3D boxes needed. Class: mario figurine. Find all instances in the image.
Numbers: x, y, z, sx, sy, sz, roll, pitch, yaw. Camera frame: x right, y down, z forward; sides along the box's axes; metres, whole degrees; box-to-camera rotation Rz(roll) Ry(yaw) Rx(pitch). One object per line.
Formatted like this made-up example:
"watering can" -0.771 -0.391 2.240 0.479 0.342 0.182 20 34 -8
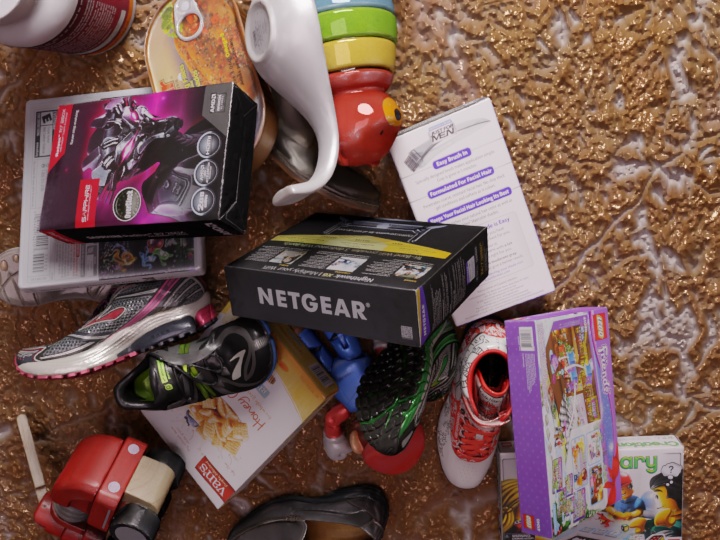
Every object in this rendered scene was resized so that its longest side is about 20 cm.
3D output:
"mario figurine" -0.001 0.128 0.806 0.123 0.106 0.202 -35 87 47

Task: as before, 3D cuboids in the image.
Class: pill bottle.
"pill bottle" -0.288 -0.256 0.663 0.111 0.200 0.115 1 103 4

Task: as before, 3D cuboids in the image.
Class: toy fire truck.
"toy fire truck" -0.306 0.231 0.808 0.198 0.130 0.177 26 129 -7

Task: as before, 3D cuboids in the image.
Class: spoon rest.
"spoon rest" -0.057 -0.158 0.640 0.060 0.099 0.204 -4 83 -34

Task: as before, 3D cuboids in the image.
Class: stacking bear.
"stacking bear" -0.011 -0.197 0.683 0.112 0.121 0.204 -8 90 27

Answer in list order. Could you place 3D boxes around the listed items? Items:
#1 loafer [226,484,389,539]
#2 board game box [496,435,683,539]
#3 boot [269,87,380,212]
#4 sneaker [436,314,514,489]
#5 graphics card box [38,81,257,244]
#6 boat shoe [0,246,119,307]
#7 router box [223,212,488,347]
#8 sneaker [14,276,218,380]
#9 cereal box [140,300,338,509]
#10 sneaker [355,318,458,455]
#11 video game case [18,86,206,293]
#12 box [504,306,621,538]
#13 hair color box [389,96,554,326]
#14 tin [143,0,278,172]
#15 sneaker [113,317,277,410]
"loafer" -0.065 0.298 0.837 0.197 0.072 0.074 -20 102 9
"board game box" 0.253 0.251 0.821 0.196 0.035 0.129 -4 101 5
"boot" -0.049 -0.142 0.734 0.198 0.075 0.098 32 104 2
"sneaker" 0.120 0.155 0.772 0.066 0.108 0.205 9 103 2
"graphics card box" -0.193 -0.093 0.669 0.197 0.051 0.128 -1 76 20
"boat shoe" -0.282 -0.003 0.787 0.197 0.072 0.077 3 100 -16
"router box" 0.000 0.000 0.684 0.197 0.157 0.053 7 115 30
"sneaker" -0.246 0.055 0.741 0.197 0.081 0.076 -22 88 -9
"cereal box" -0.133 0.137 0.788 0.144 0.039 0.200 47 113 11
"sneaker" 0.060 0.104 0.724 0.077 0.201 0.086 -22 113 35
"video game case" -0.246 -0.085 0.738 0.178 0.023 0.203 -6 73 2
"box" 0.203 0.143 0.734 0.039 0.135 0.204 -5 89 47
"hair color box" 0.111 -0.059 0.748 0.108 0.065 0.203 -20 102 9
"tin" -0.145 -0.179 0.714 0.110 0.042 0.203 -20 74 13
"sneaker" -0.163 0.101 0.728 0.197 0.082 0.072 -22 88 27
